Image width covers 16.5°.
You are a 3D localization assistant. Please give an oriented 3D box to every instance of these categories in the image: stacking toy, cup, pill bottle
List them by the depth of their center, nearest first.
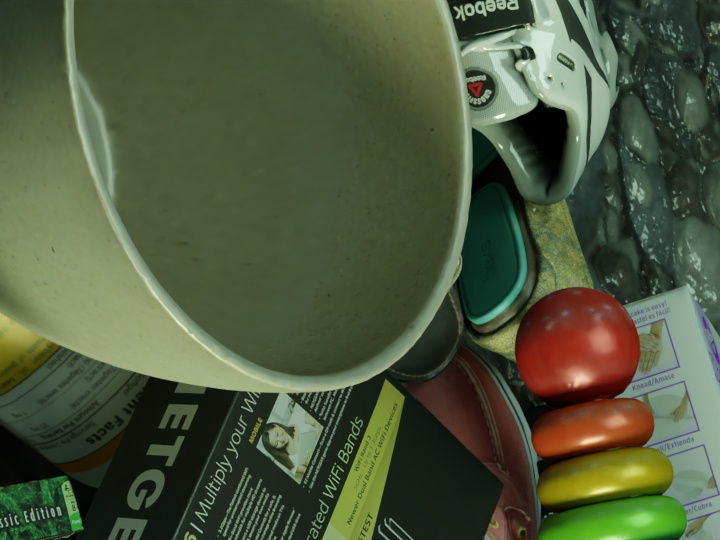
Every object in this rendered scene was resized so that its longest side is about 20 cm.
[{"bbox_3d":[-0.077,-0.050,0.850,0.200,0.143,0.201,14,71,-48],"label":"cup"},{"bbox_3d":[-0.110,0.016,0.983,0.200,0.111,0.111,40,52,-25],"label":"pill bottle"},{"bbox_3d":[0.106,0.106,1.058,0.085,0.085,0.201,1,74,-42],"label":"stacking toy"}]

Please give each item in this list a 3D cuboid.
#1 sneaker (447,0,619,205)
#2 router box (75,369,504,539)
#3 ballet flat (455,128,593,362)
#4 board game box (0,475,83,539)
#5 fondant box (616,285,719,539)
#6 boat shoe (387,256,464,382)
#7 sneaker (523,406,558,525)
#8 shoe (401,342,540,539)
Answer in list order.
[{"bbox_3d":[0.060,-0.112,1.071,0.200,0.074,0.089,57,34,-36],"label":"sneaker"},{"bbox_3d":[-0.037,0.126,0.929,0.157,0.052,0.200,46,57,-39],"label":"router box"},{"bbox_3d":[0.072,-0.031,1.173,0.071,0.071,0.200,30,34,-31],"label":"ballet flat"},{"bbox_3d":[-0.190,0.105,0.816,0.105,0.200,0.024,-11,82,-44],"label":"board game box"},{"bbox_3d":[0.168,0.123,1.169,0.144,0.058,0.201,43,29,-67],"label":"fondant box"},{"bbox_3d":[0.000,0.000,1.034,0.075,0.073,0.200,-57,144,-9],"label":"boat shoe"},{"bbox_3d":[0.104,0.162,1.153,0.081,0.074,0.201,20,56,-62],"label":"sneaker"},{"bbox_3d":[0.043,0.109,1.078,0.091,0.071,0.201,66,15,-64],"label":"shoe"}]
